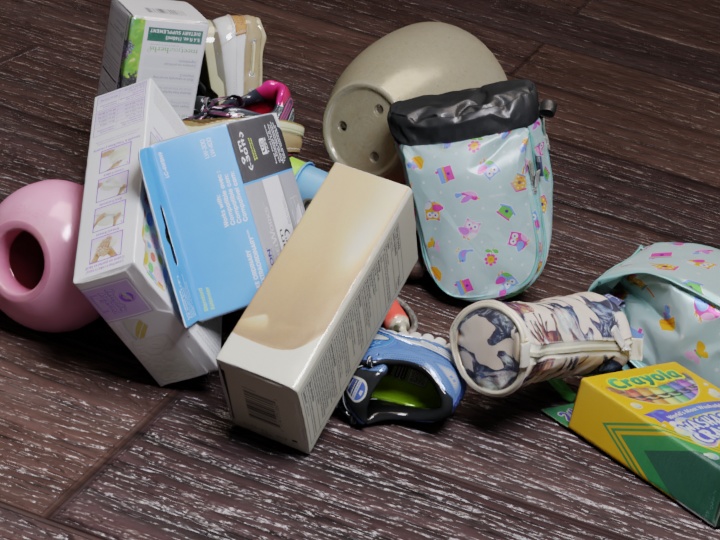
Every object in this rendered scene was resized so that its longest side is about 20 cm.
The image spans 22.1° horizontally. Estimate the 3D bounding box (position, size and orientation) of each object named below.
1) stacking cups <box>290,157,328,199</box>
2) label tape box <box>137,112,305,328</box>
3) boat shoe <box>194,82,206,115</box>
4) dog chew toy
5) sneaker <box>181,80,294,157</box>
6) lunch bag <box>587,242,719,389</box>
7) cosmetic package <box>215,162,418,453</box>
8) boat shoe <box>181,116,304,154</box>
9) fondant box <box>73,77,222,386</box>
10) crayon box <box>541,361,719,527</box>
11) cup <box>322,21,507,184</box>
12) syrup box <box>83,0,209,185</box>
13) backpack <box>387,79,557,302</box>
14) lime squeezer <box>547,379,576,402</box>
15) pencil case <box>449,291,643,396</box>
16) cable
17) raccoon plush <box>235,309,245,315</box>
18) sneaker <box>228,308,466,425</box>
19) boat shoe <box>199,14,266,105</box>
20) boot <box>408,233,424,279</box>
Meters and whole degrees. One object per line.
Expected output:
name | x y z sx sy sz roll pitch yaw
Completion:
stacking cups | -0.046 -0.076 1.889 0.199 0.061 0.060 26 24 19
label tape box | -0.102 -0.044 1.469 0.066 0.144 0.200 -15 4 14
boat shoe | -0.176 -0.161 1.999 0.074 0.066 0.199 9 22 -11
dog chew toy | -0.226 -0.016 1.545 0.124 0.125 0.200 23 15 24
sneaker | -0.147 -0.122 1.721 0.081 0.075 0.200 35 45 31
lunch bag | 0.317 0.046 1.698 0.200 0.122 0.170 28 26 20
cosmetic package | -0.030 0.028 1.427 0.071 0.105 0.200 20 59 18
boat shoe | -0.137 -0.101 1.642 0.199 0.067 0.074 -6 1 -33
fondant box | -0.163 -0.032 1.472 0.058 0.144 0.201 -17 47 16
crayon box | 0.267 0.134 1.541 0.125 0.052 0.200 -6 28 -41
cup | 0.040 -0.152 1.917 0.200 0.201 0.143 25 24 27
syrup box | -0.210 -0.159 1.788 0.078 0.201 0.081 2 22 -25
backpack | 0.111 -0.071 1.770 0.166 0.201 0.127 -7 15 17
lime squeezer | 0.153 0.056 1.690 0.070 0.038 0.200 11 21 -6
pencil case | 0.155 0.060 1.542 0.089 0.078 0.200 -2 1 35
cable | 0.000 0.000 1.662 0.097 0.050 0.200 8 42 -23
raccoon plush | -0.117 0.000 1.658 0.096 0.135 0.200 -18 2 -28
sneaker | -0.010 0.074 1.492 0.199 0.079 0.089 13 19 0
boat shoe | -0.117 -0.155 1.826 0.068 0.201 0.075 -14 28 -15
boot | -0.051 -0.045 1.784 0.199 0.064 0.187 -6 42 -34
